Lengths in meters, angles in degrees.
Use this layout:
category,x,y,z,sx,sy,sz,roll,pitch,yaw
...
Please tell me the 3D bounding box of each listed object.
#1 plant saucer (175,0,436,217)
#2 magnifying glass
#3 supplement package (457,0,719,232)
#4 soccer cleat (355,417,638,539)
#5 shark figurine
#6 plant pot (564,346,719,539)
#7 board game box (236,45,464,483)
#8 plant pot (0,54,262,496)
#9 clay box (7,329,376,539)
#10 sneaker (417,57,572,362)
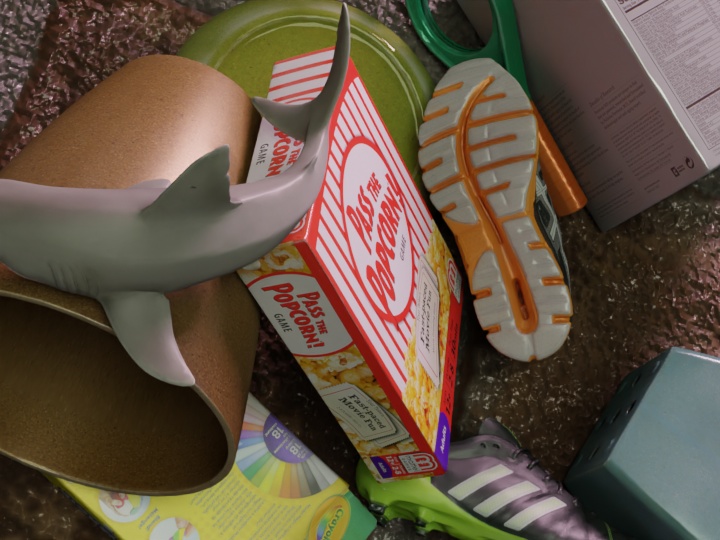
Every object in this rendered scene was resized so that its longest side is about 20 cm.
category,x,y,z,sx,sy,sz,roll,pitch,yaw
plant saucer,-0.032,-0.091,0.853,0.199,0.031,0.201,3,77,-15
magnifying glass,0.093,-0.126,0.878,0.022,0.080,0.200,-38,101,-34
supplement package,0.191,-0.161,0.864,0.150,0.152,0.200,-31,87,-19
soccer cleat,0.096,0.139,0.806,0.199,0.068,0.081,19,68,5
shark figurine,-0.061,-0.039,0.587,0.214,0.090,0.128,-27,67,-34
plant pot,0.240,0.148,0.823,0.200,0.141,0.142,33,71,2
board game box,0.000,0.000,0.741,0.046,0.200,0.152,-11,45,21
plant pot,-0.123,-0.013,0.703,0.186,0.186,0.200,25,57,-9
clay box,-0.099,0.122,0.779,0.200,0.048,0.115,44,70,-2
sneaker,0.090,-0.038,0.852,0.078,0.077,0.201,-13,81,16
